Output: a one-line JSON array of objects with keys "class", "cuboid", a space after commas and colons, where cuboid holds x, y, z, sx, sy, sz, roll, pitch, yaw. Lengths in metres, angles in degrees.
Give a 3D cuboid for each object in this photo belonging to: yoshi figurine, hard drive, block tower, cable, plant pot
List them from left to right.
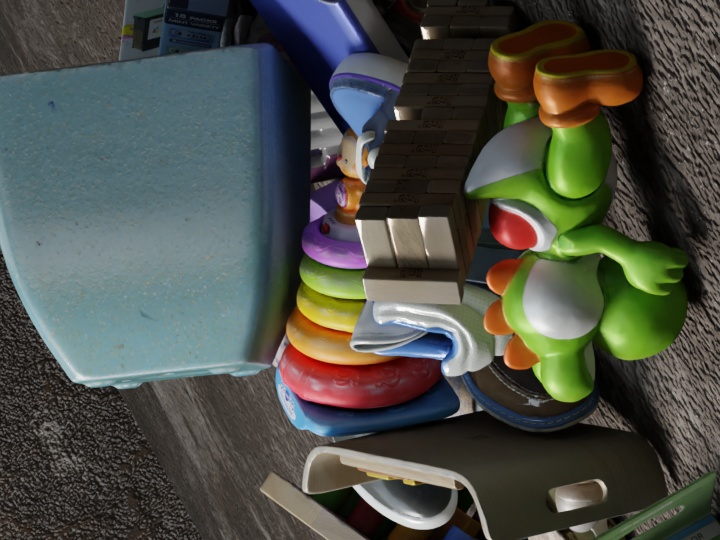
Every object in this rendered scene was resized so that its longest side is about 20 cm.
[{"class": "plant pot", "cuboid": [-0.131, -0.027, 1.626, 0.196, 0.196, 0.201, 22, -118, -83]}, {"class": "hard drive", "cuboid": [-0.001, -0.123, 1.572, 0.132, 0.025, 0.200, 30, 161, 47]}, {"class": "cable", "cuboid": [0.015, -0.156, 1.590, 0.097, 0.050, 0.200, 47, 168, 9]}, {"class": "block tower", "cuboid": [0.046, -0.071, 1.363, 0.058, 0.054, 0.200, 75, -157, -43]}, {"class": "yoshi figurine", "cuboid": [0.128, -0.029, 1.329, 0.112, 0.112, 0.201, 7, 117, 23]}]

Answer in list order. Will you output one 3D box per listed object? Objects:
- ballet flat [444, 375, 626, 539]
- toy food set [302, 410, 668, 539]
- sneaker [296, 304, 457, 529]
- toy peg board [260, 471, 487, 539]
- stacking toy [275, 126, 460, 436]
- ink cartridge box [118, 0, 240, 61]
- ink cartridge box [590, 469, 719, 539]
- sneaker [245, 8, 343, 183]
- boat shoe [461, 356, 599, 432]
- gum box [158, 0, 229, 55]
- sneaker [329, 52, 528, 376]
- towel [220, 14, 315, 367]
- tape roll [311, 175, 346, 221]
[{"class": "ballet flat", "cuboid": [0.120, 0.126, 1.686, 0.200, 0.068, 0.067, 56, 146, 12]}, {"class": "toy food set", "cuboid": [0.075, 0.134, 1.561, 0.200, 0.143, 0.061, 5, 102, 54]}, {"class": "sneaker", "cuboid": [0.004, 0.085, 1.724, 0.200, 0.071, 0.099, 61, 172, 30]}, {"class": "toy peg board", "cuboid": [0.063, 0.203, 1.880, 0.199, 0.098, 0.200, 31, 176, 42]}, {"class": "stacking toy", "cuboid": [0.000, 0.000, 1.603, 0.116, 0.109, 0.201, -123, 29, -61]}, {"class": "ink cartridge box", "cuboid": [-0.133, -0.126, 1.938, 0.200, 0.084, 0.145, -90, -11, -48]}, {"class": "ink cartridge box", "cuboid": [0.181, 0.210, 1.488, 0.059, 0.104, 0.200, 56, 164, 30]}, {"class": "sneaker", "cuboid": [-0.047, -0.152, 1.769, 0.200, 0.080, 0.089, 87, 170, -53]}, {"class": "boat shoe", "cuboid": [0.085, 0.029, 1.587, 0.200, 0.072, 0.073, 48, 158, 50]}, {"class": "gum box", "cuboid": [-0.109, -0.223, 1.738, 0.200, 0.044, 0.170, 113, 165, -73]}, {"class": "sneaker", "cuboid": [0.024, -0.026, 1.450, 0.200, 0.146, 0.081, 37, 161, 19]}, {"class": "towel", "cuboid": [-0.074, -0.059, 1.851, 0.191, 0.032, 0.200, -87, -16, -44]}, {"class": "tape roll", "cuboid": [0.026, 0.024, 1.824, 0.200, 0.066, 0.200, 59, 166, 24]}]
